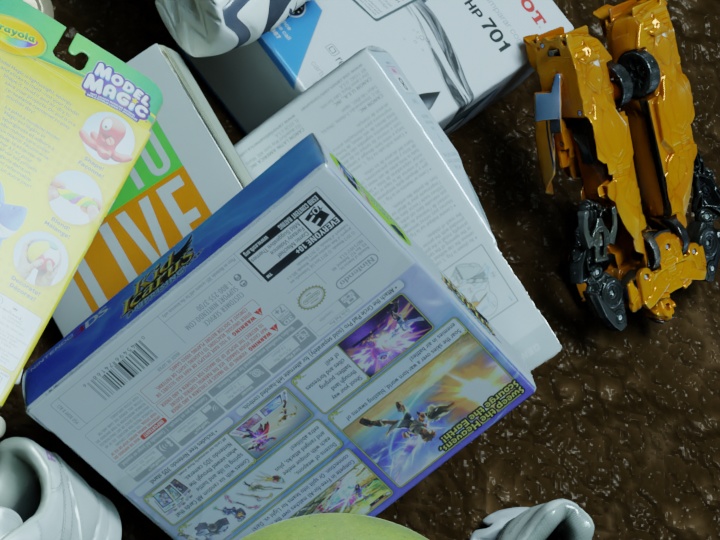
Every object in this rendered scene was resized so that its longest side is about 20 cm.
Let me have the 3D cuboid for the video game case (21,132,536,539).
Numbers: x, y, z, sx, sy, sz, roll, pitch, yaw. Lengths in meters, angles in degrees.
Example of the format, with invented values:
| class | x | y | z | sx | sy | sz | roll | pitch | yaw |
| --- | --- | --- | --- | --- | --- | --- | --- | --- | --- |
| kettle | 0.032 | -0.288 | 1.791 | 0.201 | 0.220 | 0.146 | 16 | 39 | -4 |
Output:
| class | x | y | z | sx | sy | sz | roll | pitch | yaw |
| --- | --- | --- | --- | --- | --- | --- | --- | --- | --- |
| video game case | -0.041 | 0.057 | 1.050 | 0.181 | 0.200 | 0.045 | 47 | 11 | -27 |

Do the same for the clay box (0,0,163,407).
| class | x | y | z | sx | sy | sz | roll | pitch | yaw |
| --- | --- | --- | --- | --- | --- | --- | --- | --- | --- |
| clay box | -0.191 | -0.037 | 1.028 | 0.115 | 0.048 | 0.200 | 32 | 62 | -13 |

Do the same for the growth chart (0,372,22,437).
| class | x | y | z | sx | sy | sz | roll | pitch | yaw |
| --- | --- | --- | --- | --- | --- | --- | --- | --- | --- |
| growth chart | -0.224 | -0.009 | 1.040 | 0.145 | 0.018 | 0.200 | 21 | 65 | -19 |

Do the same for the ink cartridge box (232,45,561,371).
| class | x | y | z | sx | sy | sz | roll | pitch | yaw |
| --- | --- | --- | --- | --- | --- | --- | --- | --- | --- |
| ink cartridge box | 0.000 | 0.000 | 1.142 | 0.200 | 0.162 | 0.057 | 56 | 18 | 3 |

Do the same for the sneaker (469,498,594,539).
| class | x | y | z | sx | sy | sz | roll | pitch | yaw |
| --- | --- | --- | --- | --- | --- | --- | --- | --- | --- |
| sneaker | 0.087 | 0.218 | 1.128 | 0.075 | 0.081 | 0.200 | 21 | 61 | -18 |

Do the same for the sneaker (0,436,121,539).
| class | x | y | z | sx | sy | sz | roll | pitch | yaw |
| --- | --- | --- | --- | --- | --- | --- | --- | --- | --- |
| sneaker | -0.189 | 0.174 | 0.999 | 0.100 | 0.075 | 0.200 | 60 | 36 | -41 |

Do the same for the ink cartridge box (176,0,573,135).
| class | x | y | z | sx | sy | sz | roll | pitch | yaw |
| --- | --- | --- | --- | --- | --- | --- | --- | --- | --- |
| ink cartridge box | 0.011 | -0.146 | 1.255 | 0.200 | 0.086 | 0.147 | -36 | 86 | -32 |

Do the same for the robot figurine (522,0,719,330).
| class | x | y | z | sx | sy | sz | roll | pitch | yaw |
| --- | --- | --- | --- | --- | --- | --- | --- | --- | --- |
| robot figurine | 0.166 | -0.063 | 1.269 | 0.145 | 0.058 | 0.200 | -23 | 109 | -38 |

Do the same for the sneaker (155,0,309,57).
| class | x | y | z | sx | sy | sz | roll | pitch | yaw |
| --- | --- | --- | --- | --- | --- | --- | --- | --- | --- |
| sneaker | -0.077 | -0.229 | 1.153 | 0.129 | 0.079 | 0.199 | -23 | 81 | -36 |

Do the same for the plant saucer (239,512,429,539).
| class | x | y | z | sx | sy | sz | roll | pitch | yaw |
| --- | --- | --- | --- | --- | --- | --- | --- | --- | --- |
| plant saucer | -0.013 | 0.228 | 1.053 | 0.200 | 0.031 | 0.200 | 0 | 89 | -12 |

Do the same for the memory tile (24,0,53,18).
| class | x | y | z | sx | sy | sz | roll | pitch | yaw |
| --- | --- | --- | --- | --- | --- | --- | --- | --- | --- |
| memory tile | -0.269 | -0.147 | 1.142 | 0.200 | 0.017 | 0.154 | -3 | 80 | -27 |

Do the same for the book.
| class | x | y | z | sx | sy | sz | roll | pitch | yaw |
| --- | --- | --- | --- | --- | --- | --- | --- | --- | --- |
| book | -0.111 | -0.004 | 1.119 | 0.134 | 0.048 | 0.200 | -32 | 81 | 8 |
